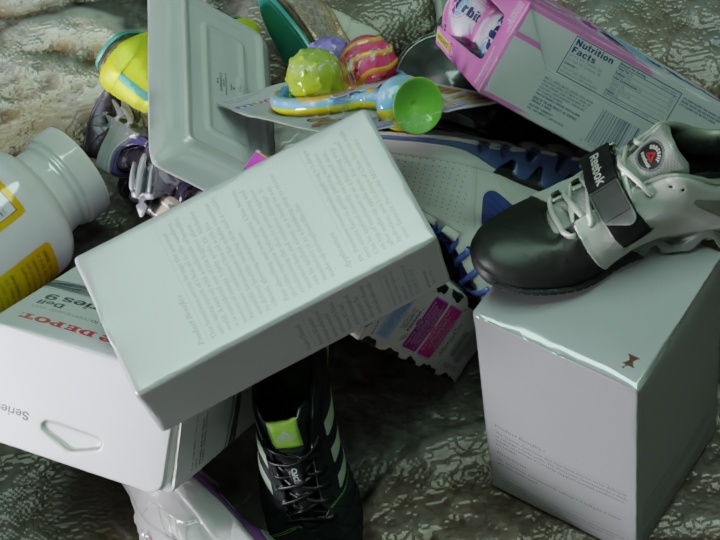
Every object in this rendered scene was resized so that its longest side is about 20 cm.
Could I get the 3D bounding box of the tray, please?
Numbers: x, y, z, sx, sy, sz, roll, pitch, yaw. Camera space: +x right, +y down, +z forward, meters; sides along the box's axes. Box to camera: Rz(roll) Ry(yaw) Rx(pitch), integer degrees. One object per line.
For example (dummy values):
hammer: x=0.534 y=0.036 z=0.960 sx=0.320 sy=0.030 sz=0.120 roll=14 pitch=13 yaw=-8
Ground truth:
tray: x=-0.099 y=-0.124 z=1.630 sx=0.107 sy=0.022 sz=0.201 roll=27 pitch=36 yaw=-28

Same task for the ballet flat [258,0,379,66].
ballet flat: x=-0.006 y=-0.145 z=1.747 sx=0.067 sy=0.068 sz=0.201 roll=-23 pitch=64 yaw=-18

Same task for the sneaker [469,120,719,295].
sneaker: x=0.158 y=-0.049 z=1.389 sx=0.198 sy=0.089 sz=0.074 roll=-17 pitch=53 yaw=-8

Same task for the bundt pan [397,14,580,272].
bundt pan: x=0.110 y=-0.086 z=1.606 sx=0.200 sy=0.076 sz=0.204 roll=-1 pitch=97 yaw=-8

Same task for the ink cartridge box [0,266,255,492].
ink cartridge box: x=-0.141 y=0.057 z=1.540 sx=0.145 sy=0.085 sz=0.200 roll=15 pitch=22 yaw=17

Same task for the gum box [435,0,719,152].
gum box: x=0.147 y=-0.119 z=1.495 sx=0.066 sy=0.199 sz=0.114 roll=-59 pitch=22 yaw=11

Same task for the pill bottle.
pill bottle: x=-0.276 y=-0.014 z=1.657 sx=0.200 sy=0.105 sz=0.104 roll=-40 pitch=59 yaw=-21

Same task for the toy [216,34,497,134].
toy: x=-0.007 y=-0.127 z=1.528 sx=0.114 sy=0.048 sz=0.200 roll=-15 pitch=19 yaw=-24

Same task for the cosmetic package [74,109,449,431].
cosmetic package: x=-0.058 y=0.000 z=1.402 sx=0.199 sy=0.071 sz=0.102 roll=-27 pitch=66 yaw=-2

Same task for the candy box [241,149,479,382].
candy box: x=0.000 y=0.000 z=1.543 sx=0.136 sy=0.200 sz=0.061 roll=37 pitch=94 yaw=22

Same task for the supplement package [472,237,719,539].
supplement package: x=0.154 y=0.066 z=1.483 sx=0.116 sy=0.201 sz=0.118 roll=26 pitch=61 yaw=23

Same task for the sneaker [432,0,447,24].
sneaker: x=0.086 y=-0.215 z=1.767 sx=0.074 sy=0.087 sz=0.201 roll=-10 pitch=52 yaw=2

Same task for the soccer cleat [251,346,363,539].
soccer cleat: x=-0.042 y=0.115 z=1.496 sx=0.067 sy=0.081 sz=0.202 roll=-7 pitch=95 yaw=10

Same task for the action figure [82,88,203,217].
action figure: x=-0.123 y=-0.057 z=1.640 sx=0.200 sy=0.130 sz=0.070 roll=34 pitch=95 yaw=47

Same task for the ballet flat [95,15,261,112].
ballet flat: x=-0.118 y=-0.143 z=1.712 sx=0.067 sy=0.067 sz=0.200 roll=41 pitch=24 yaw=17

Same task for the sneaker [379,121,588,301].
sneaker: x=0.070 y=-0.031 z=1.527 sx=0.198 sy=0.081 sz=0.116 roll=8 pitch=97 yaw=-8

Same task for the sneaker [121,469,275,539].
sneaker: x=-0.119 y=0.181 z=1.513 sx=0.100 sy=0.075 sz=0.200 roll=-48 pitch=50 yaw=-2
